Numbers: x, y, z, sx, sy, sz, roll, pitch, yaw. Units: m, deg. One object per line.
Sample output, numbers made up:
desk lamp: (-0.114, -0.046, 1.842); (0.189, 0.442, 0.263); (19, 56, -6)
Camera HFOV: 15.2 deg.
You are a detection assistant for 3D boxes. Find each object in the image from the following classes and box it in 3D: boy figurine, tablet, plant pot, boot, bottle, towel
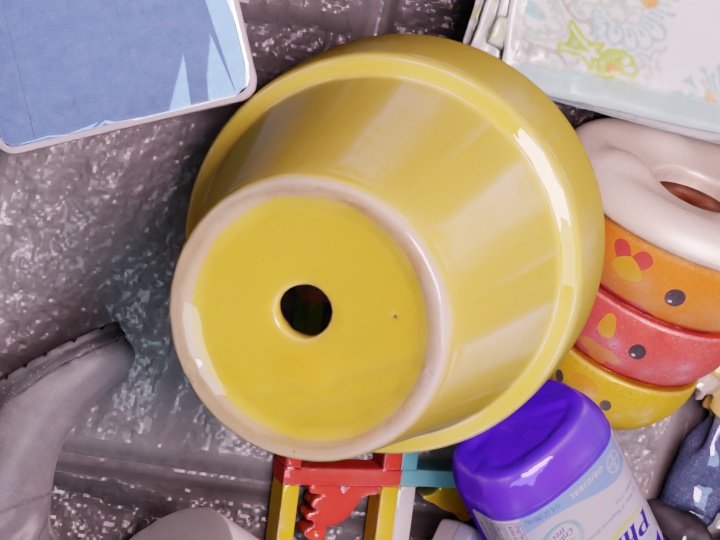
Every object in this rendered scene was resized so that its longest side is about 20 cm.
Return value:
boy figurine: (0.235, 0.066, 1.457); (0.124, 0.064, 0.200); (28, 97, -20)
tablet: (-0.132, -0.165, 1.272); (0.130, 0.014, 0.201); (-13, 96, -1)
plant pot: (0.000, 0.000, 1.255); (0.200, 0.189, 0.201); (3, 103, 15)
boot: (-0.159, 0.129, 1.317); (0.200, 0.070, 0.132); (-41, 85, 7)
bottle: (0.116, 0.150, 1.391); (0.083, 0.065, 0.200); (-39, 126, -18)
towel: (0.155, -0.158, 1.362); (0.200, 0.048, 0.172); (13, 85, -21)

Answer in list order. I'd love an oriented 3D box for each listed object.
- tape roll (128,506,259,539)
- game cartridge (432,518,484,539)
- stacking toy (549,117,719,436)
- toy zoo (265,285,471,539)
tape roll: (-0.100, 0.218, 1.311); (0.071, 0.202, 0.203); (36, 91, -23)
game cartridge: (0.045, 0.243, 1.407); (0.130, 0.038, 0.200); (37, 73, -46)
stacking toy: (0.142, 0.034, 1.399); (0.146, 0.146, 0.200); (12, 115, -21)
toy zoo: (0.019, 0.104, 1.417); (0.131, 0.020, 0.201); (4, 102, -20)
